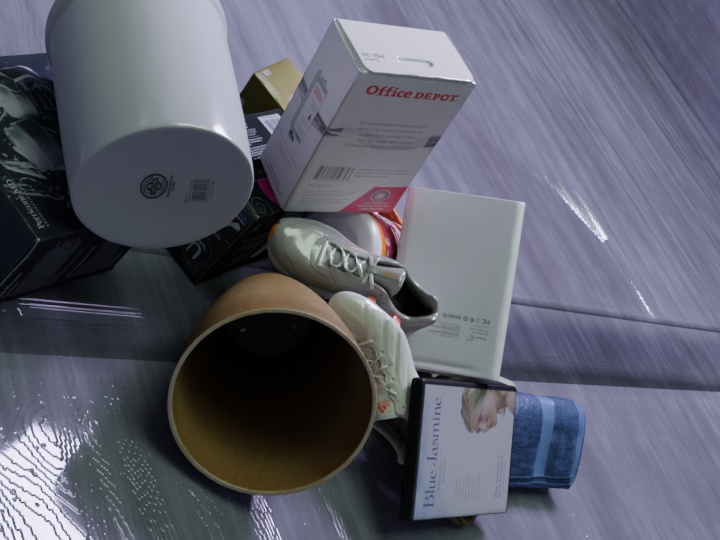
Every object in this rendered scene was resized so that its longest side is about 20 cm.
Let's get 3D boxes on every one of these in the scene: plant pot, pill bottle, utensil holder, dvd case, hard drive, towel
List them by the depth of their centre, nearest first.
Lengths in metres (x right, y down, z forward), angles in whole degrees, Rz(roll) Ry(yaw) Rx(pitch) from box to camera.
[{"bbox_3d":[-0.189,-0.145,1.108,0.170,0.170,0.201,21,41,-39],"label":"utensil holder"},{"bbox_3d":[-0.085,0.082,1.195,0.186,0.186,0.200,37,15,-18],"label":"plant pot"},{"bbox_3d":[0.107,0.189,1.324,0.200,0.017,0.143,11,83,-54],"label":"dvd case"},{"bbox_3d":[0.101,0.015,1.369,0.027,0.131,0.201,69,31,-76],"label":"hard drive"},{"bbox_3d":[0.008,-0.011,1.449,0.110,0.109,0.200,58,16,19],"label":"pill bottle"},{"bbox_3d":[0.195,0.201,1.478,0.199,0.112,0.048,11,0,-43],"label":"towel"}]

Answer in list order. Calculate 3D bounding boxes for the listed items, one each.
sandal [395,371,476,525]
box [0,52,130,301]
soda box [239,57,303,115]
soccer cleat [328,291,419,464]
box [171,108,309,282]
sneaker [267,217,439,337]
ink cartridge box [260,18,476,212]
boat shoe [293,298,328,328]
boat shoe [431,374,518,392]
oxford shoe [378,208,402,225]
[{"bbox_3d":[0.068,0.191,1.382,0.080,0.054,0.201,-19,84,-53],"label":"sandal"},{"bbox_3d":[-0.314,-0.089,1.146,0.200,0.104,0.182,52,30,8],"label":"box"},{"bbox_3d":[-0.059,-0.151,1.485,0.064,0.068,0.200,-33,81,-42],"label":"soda box"},{"bbox_3d":[0.023,0.109,1.271,0.200,0.069,0.078,59,39,-26],"label":"soccer cleat"},{"bbox_3d":[-0.134,-0.088,1.379,0.132,0.115,0.200,50,28,8],"label":"box"},{"bbox_3d":[0.000,0.000,1.281,0.200,0.092,0.076,30,69,-21],"label":"sneaker"},{"bbox_3d":[0.005,-0.155,1.291,0.146,0.200,0.083,0,50,-34],"label":"ink cartridge box"},{"bbox_3d":[-0.030,0.090,1.345,0.071,0.069,0.200,21,37,-34],"label":"boat shoe"},{"bbox_3d":[0.134,0.159,1.481,0.200,0.072,0.068,19,40,-46],"label":"boat shoe"},{"bbox_3d":[0.011,-0.087,1.623,0.200,0.071,0.072,53,24,10],"label":"oxford shoe"}]
